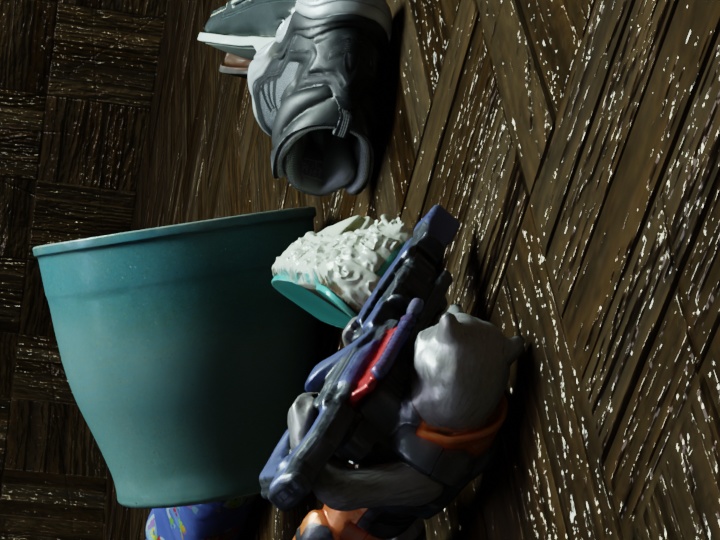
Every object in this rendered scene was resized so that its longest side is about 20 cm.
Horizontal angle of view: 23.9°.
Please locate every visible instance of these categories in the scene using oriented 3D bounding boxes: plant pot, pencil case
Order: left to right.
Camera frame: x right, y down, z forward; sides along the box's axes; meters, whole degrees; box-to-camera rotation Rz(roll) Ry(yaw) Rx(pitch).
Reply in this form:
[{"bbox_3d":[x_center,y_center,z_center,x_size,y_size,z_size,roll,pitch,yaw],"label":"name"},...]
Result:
[{"bbox_3d":[-0.115,0.062,1.190,0.200,0.198,0.190,175,86,-78],"label":"plant pot"},{"bbox_3d":[-0.127,0.183,1.410,0.087,0.078,0.200,65,154,25],"label":"pencil case"}]

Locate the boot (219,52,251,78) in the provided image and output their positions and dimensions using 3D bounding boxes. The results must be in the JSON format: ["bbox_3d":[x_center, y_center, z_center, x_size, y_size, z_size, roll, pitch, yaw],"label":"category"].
[{"bbox_3d":[-0.072,-0.266,1.463,0.186,0.064,0.202,-129,51,-71],"label":"boot"}]

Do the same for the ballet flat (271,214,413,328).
[{"bbox_3d":[0.000,0.000,0.964,0.200,0.071,0.072,-172,89,-77],"label":"ballet flat"}]

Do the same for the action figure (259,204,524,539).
[{"bbox_3d":[0.023,0.071,0.785,0.200,0.104,0.194,-58,0,-39],"label":"action figure"}]

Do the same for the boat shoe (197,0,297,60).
[{"bbox_3d":[-0.066,-0.192,1.314,0.200,0.075,0.061,17,95,58],"label":"boat shoe"}]

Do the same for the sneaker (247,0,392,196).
[{"bbox_3d":[-0.034,-0.097,1.114,0.200,0.075,0.115,132,146,-67],"label":"sneaker"}]
